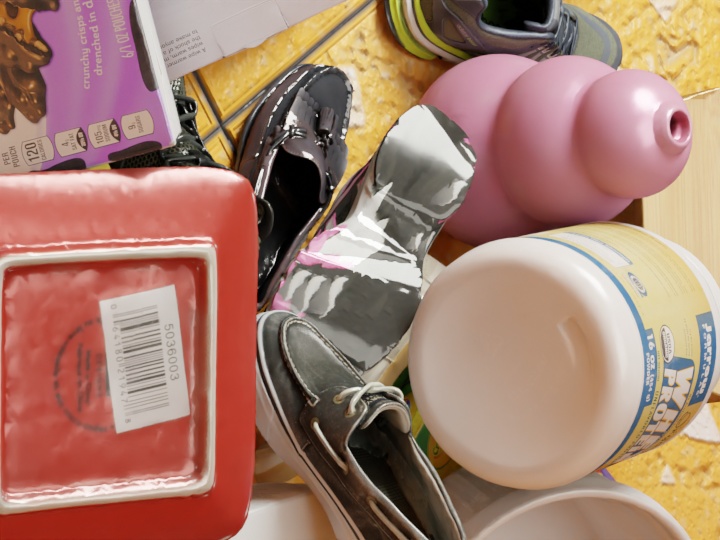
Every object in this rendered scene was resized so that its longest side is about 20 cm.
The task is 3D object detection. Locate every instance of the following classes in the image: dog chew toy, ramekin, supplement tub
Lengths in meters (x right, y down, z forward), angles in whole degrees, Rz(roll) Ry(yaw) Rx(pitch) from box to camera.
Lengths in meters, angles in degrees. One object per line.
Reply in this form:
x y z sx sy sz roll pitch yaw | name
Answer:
0.123 -0.078 1.775 0.124 0.199 0.125 5 83 -42 | dog chew toy
0.102 0.206 1.747 0.199 0.105 0.201 -8 111 -21 | ramekin
0.130 0.046 1.700 0.200 0.144 0.146 -12 94 -62 | supplement tub

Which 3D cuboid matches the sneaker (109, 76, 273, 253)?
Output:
-0.101 -0.062 1.612 0.076 0.114 0.201 8 76 -45 | sneaker

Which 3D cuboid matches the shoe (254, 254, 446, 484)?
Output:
-0.006 0.059 1.730 0.053 0.070 0.200 49 56 -4 | shoe

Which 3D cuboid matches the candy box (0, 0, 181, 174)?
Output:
-0.208 -0.121 1.454 0.072 0.199 0.169 -89 164 -81 | candy box

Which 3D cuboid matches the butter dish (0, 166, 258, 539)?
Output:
-0.165 0.044 1.481 0.199 0.148 0.201 -3 98 -32 | butter dish

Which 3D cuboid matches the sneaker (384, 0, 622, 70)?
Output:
0.108 -0.156 1.854 0.199 0.081 0.074 10 79 -44 | sneaker

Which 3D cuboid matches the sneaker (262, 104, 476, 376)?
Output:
0.000 0.000 1.698 0.080 0.086 0.200 39 62 -4 | sneaker

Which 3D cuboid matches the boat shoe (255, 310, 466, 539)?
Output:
0.003 0.093 1.565 0.072 0.071 0.200 -10 58 -44 | boat shoe

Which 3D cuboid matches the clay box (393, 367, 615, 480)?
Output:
0.079 0.119 1.818 0.200 0.047 0.115 51 54 -30 | clay box

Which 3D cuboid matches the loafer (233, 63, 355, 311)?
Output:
-0.044 -0.044 1.700 0.072 0.063 0.200 47 55 -29 | loafer

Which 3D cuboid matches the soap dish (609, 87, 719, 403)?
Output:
0.180 -0.010 1.868 0.081 0.157 0.201 1 84 -28 | soap dish

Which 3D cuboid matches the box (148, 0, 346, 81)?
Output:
-0.091 -0.206 1.527 0.097 0.199 0.177 -101 165 -73 | box

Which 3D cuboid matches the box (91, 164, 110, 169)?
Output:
-0.188 -0.076 1.552 0.050 0.075 0.201 -36 112 -40 | box

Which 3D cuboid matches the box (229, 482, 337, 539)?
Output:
-0.113 0.184 1.563 0.199 0.124 0.098 -13 95 -45 | box
